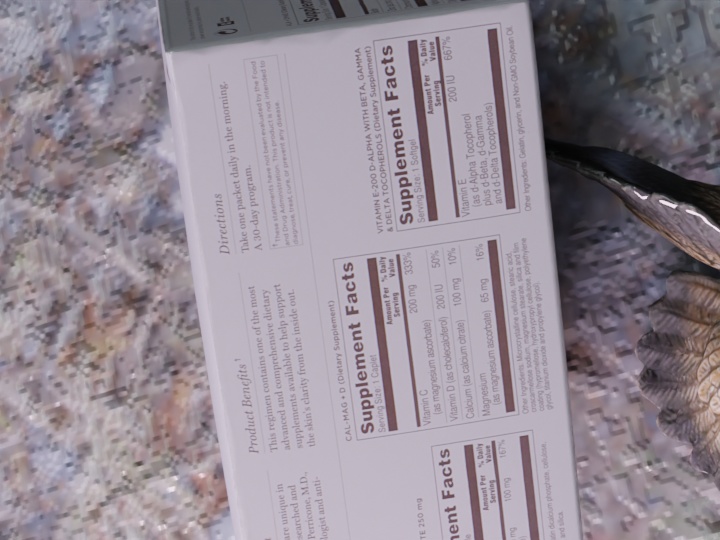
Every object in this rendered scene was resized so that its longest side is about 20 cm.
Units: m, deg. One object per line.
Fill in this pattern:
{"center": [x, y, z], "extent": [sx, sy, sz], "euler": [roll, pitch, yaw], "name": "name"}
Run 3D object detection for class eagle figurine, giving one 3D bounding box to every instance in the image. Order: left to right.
{"center": [0.168, 0.006, 0.780], "extent": [0.199, 0.151, 0.152], "euler": [-14, 90, 14], "name": "eagle figurine"}

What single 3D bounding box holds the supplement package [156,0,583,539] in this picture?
{"center": [0.000, 0.000, 0.791], "extent": [0.111, 0.156, 0.201], "euler": [-8, 108, -4], "name": "supplement package"}
